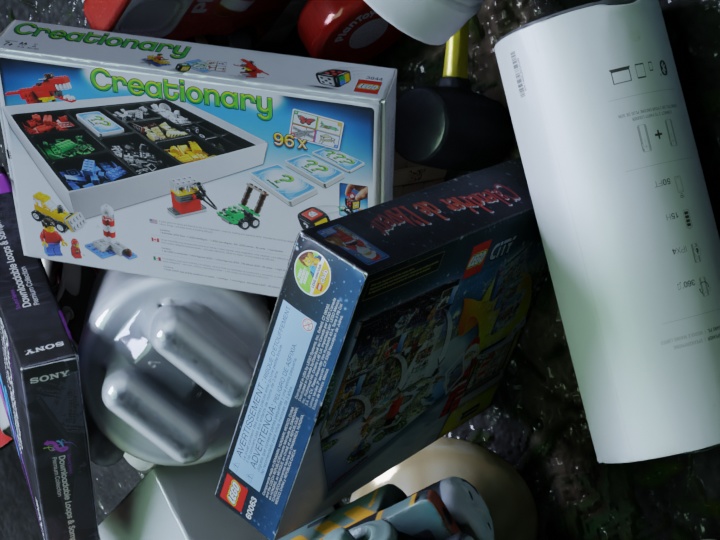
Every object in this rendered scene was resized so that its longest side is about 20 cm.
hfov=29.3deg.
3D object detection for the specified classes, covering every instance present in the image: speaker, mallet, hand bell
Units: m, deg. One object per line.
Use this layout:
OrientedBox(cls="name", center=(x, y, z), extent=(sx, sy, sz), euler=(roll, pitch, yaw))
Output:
OrientedBox(cls="speaker", center=(0.123, -0.016, 0.630), extent=(0.081, 0.081, 0.203), euler=(-16, 87, 44))
OrientedBox(cls="mallet", center=(0.045, -0.150, 0.691), extent=(0.041, 0.066, 0.203), euler=(6, 101, 39))
OrientedBox(cls="hand bell", center=(0.035, 0.173, 0.652), extent=(0.103, 0.200, 0.105), euler=(2, 112, 5))

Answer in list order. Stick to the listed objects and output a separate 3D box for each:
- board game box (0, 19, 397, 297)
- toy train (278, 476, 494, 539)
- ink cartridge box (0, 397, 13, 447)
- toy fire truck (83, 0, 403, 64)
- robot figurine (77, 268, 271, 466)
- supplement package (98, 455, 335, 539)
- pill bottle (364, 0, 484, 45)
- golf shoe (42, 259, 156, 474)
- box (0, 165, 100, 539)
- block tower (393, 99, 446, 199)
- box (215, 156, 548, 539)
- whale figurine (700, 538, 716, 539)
OrientedBox(cls="board game box", center=(-0.081, -0.051, 0.694), extent=(0.197, 0.035, 0.127), euler=(9, 128, 10))
OrientedBox(cls="toy train", center=(-0.028, 0.155, 0.602), extent=(0.199, 0.114, 0.086), euler=(-31, 100, 17))
OrientedBox(cls="ink cartridge box", center=(-0.294, 0.050, 1.066), extent=(0.199, 0.050, 0.163), euler=(-31, 76, 40))
OrientedBox(cls="toy fire truck", center=(-0.080, -0.142, 0.741), extent=(0.200, 0.167, 0.113), euler=(-43, 68, 39))
OrientedBox(cls="robot figurine", center=(-0.106, 0.041, 0.806), extent=(0.113, 0.200, 0.170), euler=(43, 96, -15))
OrientedBox(cls="supplement package", center=(-0.064, 0.215, 0.826), extent=(0.117, 0.117, 0.201), euler=(-45, 68, 40))
OrientedBox(cls="pill bottle", center=(0.074, -0.198, 0.601), extent=(0.200, 0.112, 0.113), euler=(-45, 67, 27))
OrientedBox(cls="golf shoe", center=(-0.176, 0.044, 0.923), extent=(0.077, 0.087, 0.202), euler=(-18, 86, 46))
OrientedBox(cls="box", center=(-0.196, 0.050, 0.810), extent=(0.200, 0.036, 0.144), euler=(-127, 30, -48))
OrientedBox(cls="block tower", center=(0.000, 0.000, 0.770), extent=(0.054, 0.057, 0.202), euler=(27, 117, 37))
OrientedBox(cls="box", center=(0.024, 0.029, 0.650), extent=(0.037, 0.199, 0.138), euler=(31, 118, 24))
OrientedBox(cls="whale figurine", center=(0.181, 0.222, 0.602), extent=(0.201, 0.103, 0.159), euler=(56, 130, 21))
